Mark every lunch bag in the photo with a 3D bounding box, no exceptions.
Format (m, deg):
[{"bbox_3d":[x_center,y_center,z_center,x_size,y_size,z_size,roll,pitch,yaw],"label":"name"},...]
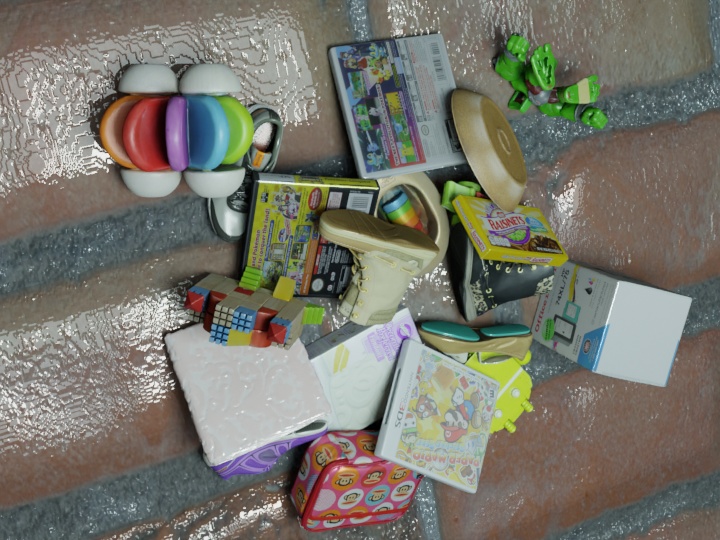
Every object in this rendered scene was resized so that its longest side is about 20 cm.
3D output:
[{"bbox_3d":[-0.007,0.333,1.473,0.198,0.082,0.177,2,125,-32],"label":"lunch bag"}]

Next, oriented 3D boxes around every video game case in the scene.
[{"bbox_3d":[-0.078,-0.046,1.366,0.179,0.026,0.201,2,127,-16],"label":"video game case"},{"bbox_3d":[0.123,0.226,1.464,0.199,0.023,0.184,27,69,-31],"label":"video game case"},{"bbox_3d":[0.060,-0.241,1.392,0.180,0.023,0.202,-12,83,-18],"label":"video game case"}]

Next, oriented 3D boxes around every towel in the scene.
[{"bbox_3d":[-0.163,0.154,1.373,0.189,0.032,0.201,-20,73,-16],"label":"towel"}]

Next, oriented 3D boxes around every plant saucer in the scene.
[{"bbox_3d":[0.199,-0.186,1.410,0.035,0.201,0.201,-24,114,26],"label":"plant saucer"}]

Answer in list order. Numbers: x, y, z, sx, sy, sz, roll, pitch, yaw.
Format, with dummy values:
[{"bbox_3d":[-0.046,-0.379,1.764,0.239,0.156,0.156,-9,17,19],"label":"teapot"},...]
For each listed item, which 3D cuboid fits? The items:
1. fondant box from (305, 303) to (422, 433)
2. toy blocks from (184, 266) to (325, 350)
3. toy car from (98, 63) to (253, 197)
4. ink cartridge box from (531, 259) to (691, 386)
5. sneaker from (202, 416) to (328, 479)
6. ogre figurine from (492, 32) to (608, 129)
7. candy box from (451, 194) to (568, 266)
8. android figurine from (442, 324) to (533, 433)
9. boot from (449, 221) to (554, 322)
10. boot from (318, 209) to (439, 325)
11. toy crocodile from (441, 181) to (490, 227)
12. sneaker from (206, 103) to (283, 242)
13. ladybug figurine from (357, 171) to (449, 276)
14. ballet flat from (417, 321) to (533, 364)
[{"bbox_3d":[0.004,0.157,1.474,0.199,0.058,0.145,-28,110,-14],"label":"fondant box"},{"bbox_3d":[-0.162,0.063,1.302,0.198,0.137,0.101,16,105,7],"label":"toy blocks"},{"bbox_3d":[-0.243,-0.181,1.241,0.198,0.150,0.177,1,101,6],"label":"toy car"},{"bbox_3d":[0.397,0.078,1.530,0.145,0.200,0.148,12,97,-21],"label":"ink cartridge box"},{"bbox_3d":[-0.136,0.257,1.424,0.198,0.081,0.084,-20,124,11],"label":"sneaker"},{"bbox_3d":[0.278,-0.286,1.451,0.198,0.120,0.099,14,92,-24],"label":"ogre figurine"},{"bbox_3d":[0.224,-0.058,1.412,0.199,0.103,0.026,4,139,-45],"label":"candy box"},{"bbox_3d":[0.207,0.187,1.568,0.182,0.041,0.200,-46,111,-7],"label":"android figurine"},{"bbox_3d":[0.219,-0.014,1.467,0.152,0.074,0.205,-15,138,-5],"label":"boot"},{"bbox_3d":[0.000,0.000,1.357,0.199,0.073,0.156,12,121,-38],"label":"boot"},{"bbox_3d":[0.192,-0.086,1.468,0.199,0.061,0.068,29,66,-44],"label":"toy crocodile"},{"bbox_3d":[-0.162,-0.136,1.338,0.073,0.079,0.202,15,97,-25],"label":"sneaker"},{"bbox_3d":[0.056,-0.085,1.434,0.135,0.072,0.201,-31,111,-11],"label":"ladybug figurine"},{"bbox_3d":[0.181,0.119,1.493,0.198,0.069,0.064,3,108,-18],"label":"ballet flat"}]
